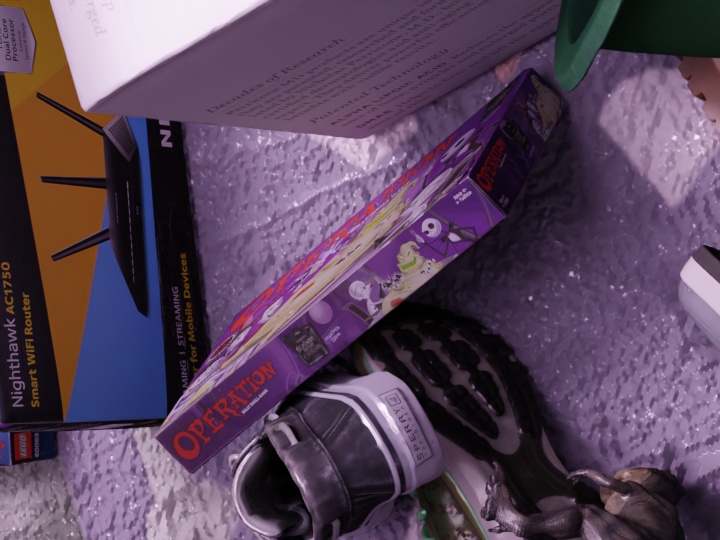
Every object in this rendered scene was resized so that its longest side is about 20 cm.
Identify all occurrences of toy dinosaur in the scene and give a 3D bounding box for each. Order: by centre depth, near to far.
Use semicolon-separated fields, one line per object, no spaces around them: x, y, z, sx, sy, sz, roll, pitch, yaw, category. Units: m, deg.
0.090;0.120;1.152;0.088;0.200;0.048;10;119;-3;toy dinosaur

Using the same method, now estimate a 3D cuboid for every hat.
0.180;-0.120;1.129;0.166;0.176;0.200;113;171;-59;hat

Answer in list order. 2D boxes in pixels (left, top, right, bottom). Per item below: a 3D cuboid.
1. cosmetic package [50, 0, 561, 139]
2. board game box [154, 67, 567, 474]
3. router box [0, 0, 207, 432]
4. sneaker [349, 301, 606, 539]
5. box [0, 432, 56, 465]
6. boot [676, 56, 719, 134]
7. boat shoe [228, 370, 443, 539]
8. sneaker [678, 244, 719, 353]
-0.019;-0.165;1.237;0.165;0.200;0.165;-28;72;33;cosmetic package
0.000;0.000;1.274;0.032;0.120;0.200;47;119;-5;board game box
-0.142;-0.026;1.358;0.051;0.149;0.201;-12;82;37;router box
0.043;0.100;1.271;0.200;0.077;0.089;57;133;28;sneaker
-0.246;0.028;1.489;0.199;0.038;0.137;-2;93;32;box
0.213;-0.049;1.143;0.107;0.075;0.200;-42;65;23;boot
-0.024;0.083;1.254;0.072;0.071;0.200;64;165;6;boat shoe
0.170;0.094;1.167;0.121;0.084;0.200;-48;63;15;sneaker
